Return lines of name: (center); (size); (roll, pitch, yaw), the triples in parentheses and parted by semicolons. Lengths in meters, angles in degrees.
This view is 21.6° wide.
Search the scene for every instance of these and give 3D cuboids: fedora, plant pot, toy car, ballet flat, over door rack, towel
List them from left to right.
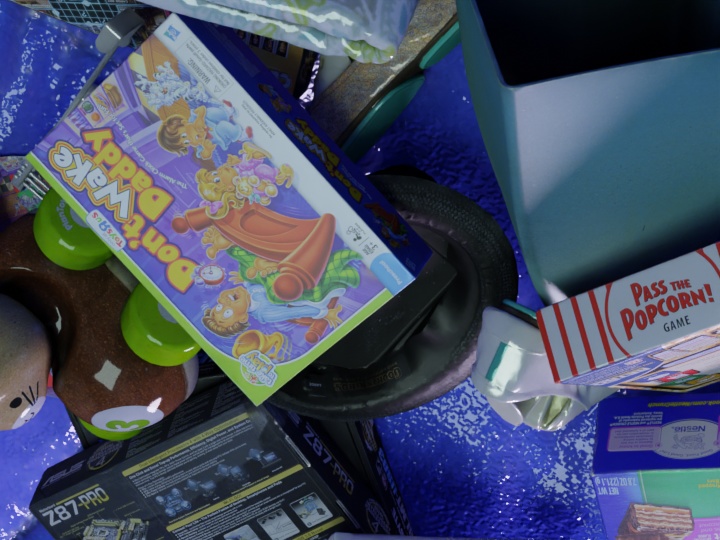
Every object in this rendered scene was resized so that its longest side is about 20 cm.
toy car: (-0.214, 0.067, 1.161); (0.158, 0.200, 0.164); (47, 148, 4)
over door rack: (-0.124, -0.067, 1.189); (0.148, 0.067, 0.200); (41, 141, -4)
towel: (-0.050, -0.209, 1.042); (0.200, 0.171, 0.048); (16, 156, 9)
fedora: (0.000, 0.000, 1.187); (0.200, 0.092, 0.201); (-2, 129, -2)
ballet flat: (0.017, -0.136, 1.136); (0.067, 0.068, 0.200); (49, 118, 8)
ballet flat: (0.108, 0.065, 1.155); (0.069, 0.200, 0.069); (-4, 78, 19)
plant pot: (0.135, -0.084, 1.061); (0.141, 0.141, 0.200); (-10, 136, -4)

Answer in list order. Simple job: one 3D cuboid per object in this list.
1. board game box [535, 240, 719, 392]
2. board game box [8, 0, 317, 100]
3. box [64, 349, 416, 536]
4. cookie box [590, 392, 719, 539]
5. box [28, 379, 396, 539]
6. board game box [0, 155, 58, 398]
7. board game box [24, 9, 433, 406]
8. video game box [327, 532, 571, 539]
board game box: (0.213, 0.027, 1.094); (0.151, 0.200, 0.046); (-22, 74, 27)
board game box: (-0.114, -0.195, 1.139); (0.200, 0.035, 0.136); (22, 124, 9)
box: (-0.081, 0.146, 1.330); (0.200, 0.050, 0.199); (-10, 117, 17)
cookie box: (0.251, 0.174, 1.224); (0.171, 0.075, 0.200); (-4, 129, 19)
box: (-0.101, 0.170, 1.290); (0.200, 0.049, 0.161); (-27, 116, 23)
board game box: (-0.222, 0.019, 1.309); (0.158, 0.039, 0.200); (28, 125, -1)
board game box: (-0.076, -0.038, 1.085); (0.134, 0.045, 0.200); (-40, 96, 26)
video game box: (0.038, 0.251, 1.304); (0.182, 0.047, 0.200); (6, 139, -18)
